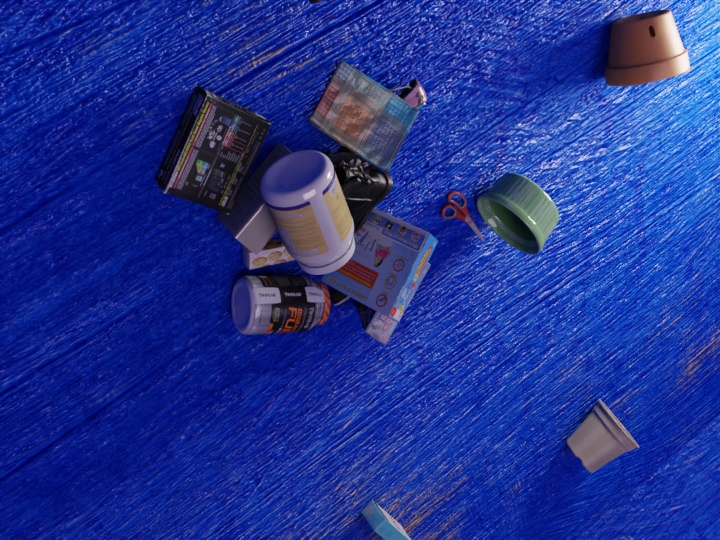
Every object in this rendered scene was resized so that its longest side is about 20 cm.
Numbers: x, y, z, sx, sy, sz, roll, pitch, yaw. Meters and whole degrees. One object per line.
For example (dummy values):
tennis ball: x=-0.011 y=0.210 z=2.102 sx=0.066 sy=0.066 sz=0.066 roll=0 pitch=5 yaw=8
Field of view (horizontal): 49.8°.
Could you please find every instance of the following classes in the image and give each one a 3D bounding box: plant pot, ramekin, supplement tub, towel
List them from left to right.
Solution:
supplement tub: x=-0.171 y=0.073 z=1.680 sx=0.196 sy=0.122 sz=0.125 roll=-1 pitch=117 yaw=-34
supplement tub: x=-0.094 y=-0.108 z=1.475 sx=0.144 sy=0.145 sz=0.202 roll=-33 pitch=132 yaw=-14
towel: x=0.009 y=-0.312 z=1.579 sx=0.197 sy=0.022 sz=0.149 roll=30 pitch=89 yaw=-16
ramekin: x=0.389 y=-0.143 z=1.897 sx=0.098 sy=0.199 sz=0.201 roll=-47 pitch=133 yaw=-10
plant pot: x=0.805 y=0.573 z=2.625 sx=0.183 sy=0.202 sz=0.200 roll=-42 pitch=133 yaw=10
plant pot: x=0.686 y=-0.543 z=1.881 sx=0.197 sy=0.199 sz=0.143 roll=-23 pitch=111 yaw=-21

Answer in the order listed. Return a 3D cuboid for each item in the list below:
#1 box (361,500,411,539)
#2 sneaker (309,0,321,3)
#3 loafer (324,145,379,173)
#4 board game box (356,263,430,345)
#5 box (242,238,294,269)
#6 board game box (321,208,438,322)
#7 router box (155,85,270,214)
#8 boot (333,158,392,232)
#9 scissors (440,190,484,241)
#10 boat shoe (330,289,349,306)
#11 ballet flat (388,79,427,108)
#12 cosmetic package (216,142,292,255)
box: x=0.082 y=0.760 z=2.286 sx=0.049 sy=0.082 sz=0.201 roll=-42 pitch=132 yaw=-4
sneaker: x=-0.055 y=-0.587 z=1.409 sx=0.088 sy=0.074 sz=0.203 roll=32 pitch=86 yaw=-42
loafer: x=-0.026 y=-0.232 z=1.633 sx=0.196 sy=0.072 sz=0.068 roll=-15 pitch=166 yaw=-23
board game box: x=0.075 y=0.044 z=1.780 sx=0.061 sy=0.200 sz=0.202 roll=32 pitch=98 yaw=-12
box: x=-0.158 y=-0.046 z=1.674 sx=0.196 sy=0.039 sz=0.042 roll=-12 pitch=124 yaw=-29
board game box: x=0.040 y=-0.020 z=1.695 sx=0.199 sy=0.198 sz=0.056 roll=-63 pitch=149 yaw=-2
router box: x=-0.279 y=-0.224 z=1.469 sx=0.148 sy=0.062 sz=0.203 roll=18 pitch=105 yaw=-41
boot: x=-0.035 y=-0.147 z=1.622 sx=0.198 sy=0.074 sz=0.161 roll=-44 pitch=156 yaw=31
scissors: x=0.271 y=-0.134 z=1.936 sx=0.198 sy=0.014 sz=0.074 roll=26 pitch=98 yaw=-40
boat shoe: x=0.000 y=-0.001 z=1.798 sx=0.201 sy=0.074 sz=0.063 roll=-43 pitch=103 yaw=4
ballet flat: x=0.054 y=-0.339 z=1.639 sx=0.198 sy=0.069 sz=0.072 roll=-36 pitch=114 yaw=-15
cosmetic package: x=-0.185 y=-0.145 z=1.555 sx=0.201 sy=0.103 sz=0.073 roll=-49 pitch=133 yaw=2
